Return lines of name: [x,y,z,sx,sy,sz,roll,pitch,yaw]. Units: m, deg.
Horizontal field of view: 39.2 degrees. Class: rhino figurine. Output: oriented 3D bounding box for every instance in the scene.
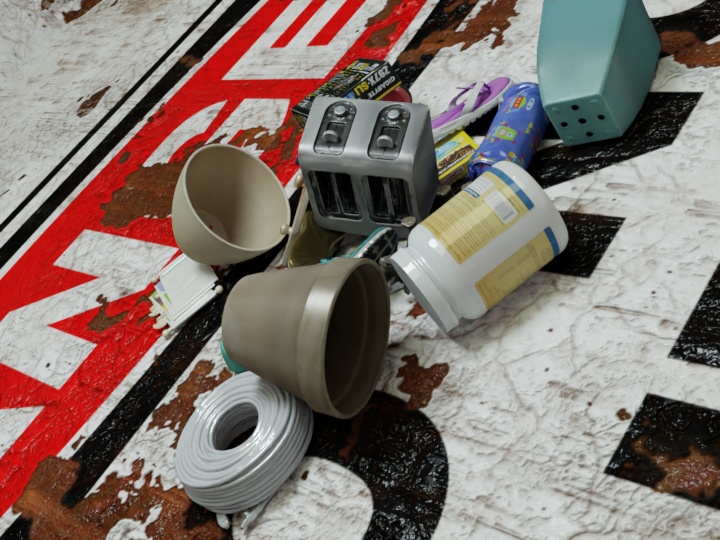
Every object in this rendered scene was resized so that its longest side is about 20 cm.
rhino figurine: [0.092,-0.036,1.403,0.200,0.088,0.060,-41,45,-21]

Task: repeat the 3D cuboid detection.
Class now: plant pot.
plant pot: [-0.077,0.073,1.297,0.172,0.201,0.201,9,52,24]
plant pot: [0.339,-0.290,1.468,0.140,0.141,0.202,-7,51,34]

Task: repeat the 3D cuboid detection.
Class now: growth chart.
growth chart: [-0.307,0.028,1.740,0.144,0.018,0.200,-35,35,1]

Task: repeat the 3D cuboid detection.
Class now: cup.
cup: [-0.237,-0.088,1.695,0.143,0.199,0.202,-39,24,44]

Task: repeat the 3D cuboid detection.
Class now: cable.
cable: [-0.158,0.223,1.339,0.200,0.069,0.199,-47,36,-15]

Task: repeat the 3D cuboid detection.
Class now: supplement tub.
supplement tub: [0.152,-0.029,1.307,0.199,0.145,0.145,-37,35,-3]

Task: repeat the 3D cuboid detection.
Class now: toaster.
toaster: [0.015,-0.147,1.481,0.179,0.201,0.120,8,54,17]

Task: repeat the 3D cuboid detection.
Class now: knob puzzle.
knob puzzle: [-0.093,-0.135,1.618,0.220,0.030,0.222,-162,90,-85]

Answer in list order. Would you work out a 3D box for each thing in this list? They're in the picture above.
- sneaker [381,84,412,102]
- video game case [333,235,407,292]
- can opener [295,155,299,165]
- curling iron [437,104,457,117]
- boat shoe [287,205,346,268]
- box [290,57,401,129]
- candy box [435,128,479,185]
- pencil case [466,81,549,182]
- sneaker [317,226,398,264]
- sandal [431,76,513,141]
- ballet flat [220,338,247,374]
sneaker: [0.004,-0.249,1.745,0.199,0.074,0.087,-26,21,28]
video game case: [0.000,0.000,1.513,0.198,0.018,0.144,-25,36,15]
can opener: [-0.054,-0.172,1.721,0.079,0.064,0.199,-46,36,-14]
curling iron: [0.089,-0.215,1.682,0.200,0.026,0.049,-42,38,-10]
boat shoe: [-0.070,-0.041,1.544,0.065,0.073,0.200,-59,-1,39]
box: [-0.030,-0.298,1.732,0.159,0.050,0.200,-36,19,-5]
candy box: [0.096,-0.146,1.596,0.199,0.027,0.102,-35,31,1]
pencil case: [0.222,-0.196,1.499,0.086,0.078,0.201,19,56,16]
sneaker: [-0.028,0.002,1.432,0.200,0.078,0.079,-41,50,-17]
sandal: [0.168,-0.272,1.634,0.202,0.050,0.082,-37,26,-20]
ballet flat: [-0.121,0.100,1.452,0.198,0.071,0.068,-16,37,26]
